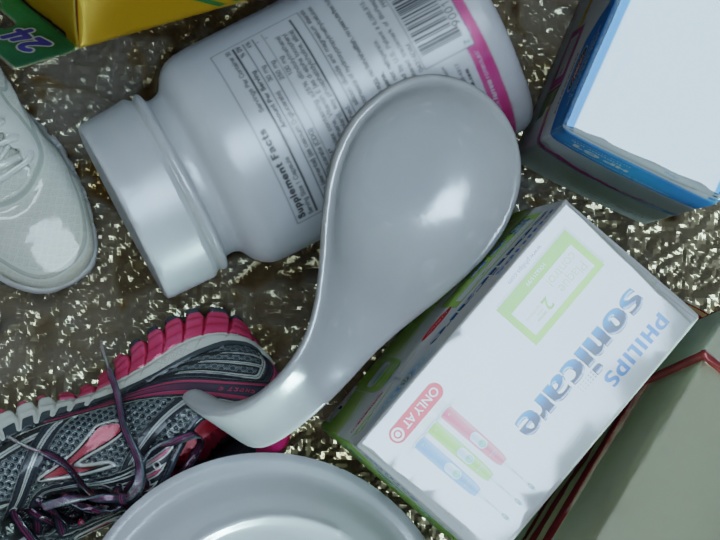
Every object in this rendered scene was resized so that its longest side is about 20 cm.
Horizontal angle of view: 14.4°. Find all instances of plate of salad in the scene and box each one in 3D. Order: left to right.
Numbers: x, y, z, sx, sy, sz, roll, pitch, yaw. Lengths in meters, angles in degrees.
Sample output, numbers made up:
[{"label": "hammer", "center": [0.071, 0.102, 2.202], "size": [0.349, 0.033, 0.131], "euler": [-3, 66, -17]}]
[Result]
[{"label": "plate of salad", "center": [-0.048, 0.187, 1.362], "size": [0.200, 0.048, 0.201], "euler": [1, 86, -19]}]

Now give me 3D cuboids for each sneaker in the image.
[{"label": "sneaker", "center": [-0.195, -0.076, 1.384], "size": [0.075, 0.081, 0.200], "euler": [-33, 94, -7]}, {"label": "sneaker", "center": [-0.127, 0.095, 1.376], "size": [0.200, 0.081, 0.075], "euler": [-34, 49, -4]}]

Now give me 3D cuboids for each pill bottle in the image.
[{"label": "pill bottle", "center": [-0.028, -0.074, 1.383], "size": [0.200, 0.113, 0.114], "euler": [-28, 92, -5]}]

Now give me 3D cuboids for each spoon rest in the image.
[{"label": "spoon rest", "center": [0.000, 0.000, 1.318], "size": [0.099, 0.061, 0.200], "euler": [35, 93, -30]}]

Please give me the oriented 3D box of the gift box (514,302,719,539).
[{"label": "gift box", "center": [0.180, 0.133, 1.344], "size": [0.184, 0.200, 0.187], "euler": [40, 64, -13]}]

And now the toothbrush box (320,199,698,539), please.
[{"label": "toothbrush box", "center": [0.065, 0.050, 1.349], "size": [0.086, 0.200, 0.146], "euler": [41, 87, -5]}]

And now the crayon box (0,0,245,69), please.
[{"label": "crayon box", "center": [-0.106, -0.165, 1.334], "size": [0.200, 0.126, 0.052], "euler": [-20, 129, -30]}]

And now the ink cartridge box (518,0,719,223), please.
[{"label": "ink cartridge box", "center": [0.145, -0.107, 1.360], "size": [0.085, 0.200, 0.145], "euler": [24, 87, -1]}]
